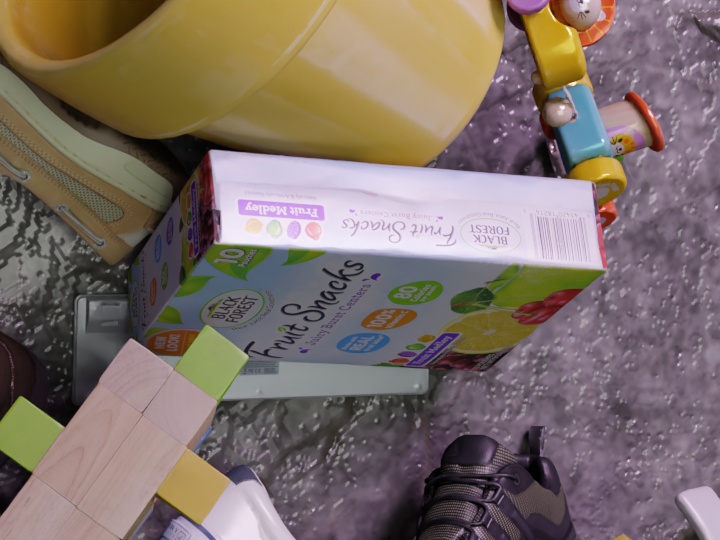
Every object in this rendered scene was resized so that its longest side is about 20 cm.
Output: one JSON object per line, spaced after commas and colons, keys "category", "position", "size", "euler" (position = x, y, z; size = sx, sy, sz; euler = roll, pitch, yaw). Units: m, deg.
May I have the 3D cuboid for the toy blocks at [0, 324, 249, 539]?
{"category": "toy blocks", "position": [-0.133, 0.118, 0.919], "size": [0.100, 0.137, 0.201], "euler": [35, 77, 1]}

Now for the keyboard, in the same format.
{"category": "keyboard", "position": [-0.053, 0.040, 1.007], "size": [0.198, 0.011, 0.057], "euler": [0, 103, -23]}

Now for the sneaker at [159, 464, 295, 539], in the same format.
{"category": "sneaker", "position": [-0.018, 0.185, 1.008], "size": [0.071, 0.073, 0.200], "euler": [-46, 114, -12]}

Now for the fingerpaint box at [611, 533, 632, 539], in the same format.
{"category": "fingerpaint box", "position": [0.092, 0.228, 0.947], "size": [0.199, 0.074, 0.167], "euler": [-33, 142, 16]}

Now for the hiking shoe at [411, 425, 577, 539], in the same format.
{"category": "hiking shoe", "position": [0.048, 0.140, 1.005], "size": [0.199, 0.075, 0.102], "euler": [-13, 91, -59]}

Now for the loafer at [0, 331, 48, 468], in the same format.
{"category": "loafer", "position": [-0.222, 0.099, 0.882], "size": [0.201, 0.072, 0.072], "euler": [-61, 155, -28]}

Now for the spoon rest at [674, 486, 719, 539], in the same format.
{"category": "spoon rest", "position": [0.133, 0.205, 1.041], "size": [0.200, 0.061, 0.099], "euler": [-51, 155, 24]}

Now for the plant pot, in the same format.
{"category": "plant pot", "position": [-0.039, -0.136, 0.896], "size": [0.188, 0.200, 0.202], "euler": [31, 86, -40]}

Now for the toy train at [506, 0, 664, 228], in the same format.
{"category": "toy train", "position": [0.104, -0.124, 0.976], "size": [0.055, 0.150, 0.201], "euler": [-19, 114, 5]}

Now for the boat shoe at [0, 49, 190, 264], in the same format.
{"category": "boat shoe", "position": [-0.176, -0.070, 0.909], "size": [0.199, 0.072, 0.076], "euler": [37, 99, -22]}

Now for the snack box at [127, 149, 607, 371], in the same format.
{"category": "snack box", "position": [0.000, 0.000, 0.941], "size": [0.198, 0.142, 0.053], "euler": [4, 64, -22]}
